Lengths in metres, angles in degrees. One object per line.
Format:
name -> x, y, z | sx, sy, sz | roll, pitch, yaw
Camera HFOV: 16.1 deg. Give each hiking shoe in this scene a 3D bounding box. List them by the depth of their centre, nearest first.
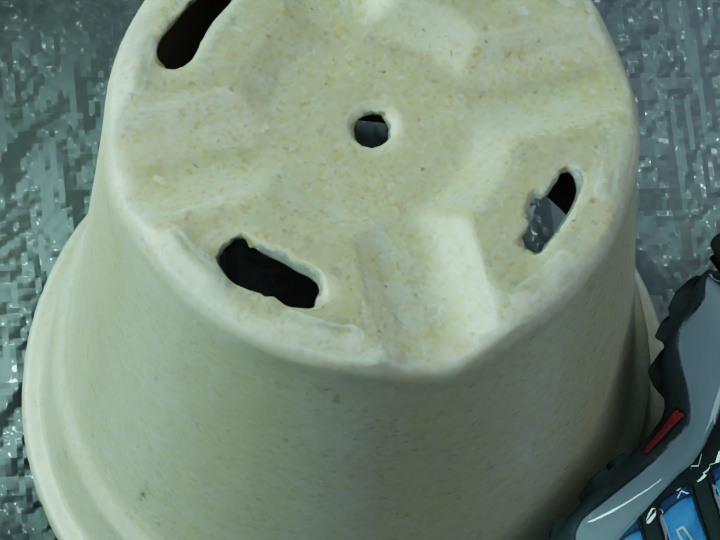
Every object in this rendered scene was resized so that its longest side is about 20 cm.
hiking shoe -> 0.100, 0.082, 0.680 | 0.087, 0.074, 0.201 | 31, 105, 29

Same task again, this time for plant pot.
plant pot -> 0.000, 0.000, 0.702 | 0.200, 0.184, 0.201 | 1, 66, -2
